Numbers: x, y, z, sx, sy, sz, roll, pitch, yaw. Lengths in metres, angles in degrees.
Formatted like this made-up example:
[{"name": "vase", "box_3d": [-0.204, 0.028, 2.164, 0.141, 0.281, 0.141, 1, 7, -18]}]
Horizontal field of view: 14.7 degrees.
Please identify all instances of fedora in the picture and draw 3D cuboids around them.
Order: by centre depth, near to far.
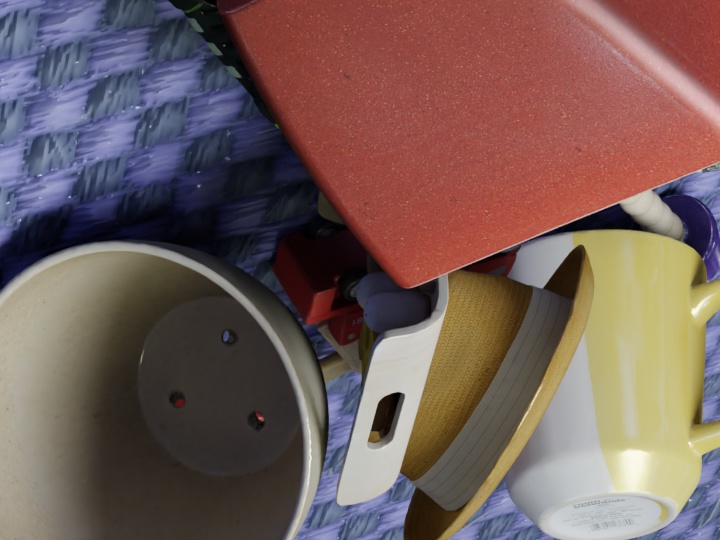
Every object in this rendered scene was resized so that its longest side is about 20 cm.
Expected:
[{"name": "fedora", "box_3d": [0.052, 0.057, 1.538, 0.081, 0.201, 0.201, 29, 124, -7]}]

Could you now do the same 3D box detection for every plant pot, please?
[{"name": "plant pot", "box_3d": [0.044, -0.144, 1.244, 0.199, 0.201, 0.176, -22, 139, 31]}]

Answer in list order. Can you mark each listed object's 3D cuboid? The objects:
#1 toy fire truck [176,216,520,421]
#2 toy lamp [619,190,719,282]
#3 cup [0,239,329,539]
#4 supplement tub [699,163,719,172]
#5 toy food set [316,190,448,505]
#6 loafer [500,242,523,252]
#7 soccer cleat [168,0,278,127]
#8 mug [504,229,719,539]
[{"name": "toy fire truck", "box_3d": [-0.006, 0.026, 1.607, 0.199, 0.049, 0.141, -17, 147, -26]}, {"name": "toy lamp", "box_3d": [0.168, -0.038, 1.667, 0.058, 0.058, 0.200, -38, 149, 11]}, {"name": "cup", "box_3d": [-0.097, 0.075, 1.483, 0.200, 0.200, 0.143, -44, 173, 19]}, {"name": "supplement tub", "box_3d": [0.171, -0.150, 1.445, 0.122, 0.123, 0.200, -29, 149, -6]}, {"name": "toy food set", "box_3d": [0.000, 0.000, 1.434, 0.060, 0.201, 0.144, 4, 141, -8]}, {"name": "loafer", "box_3d": [0.058, -0.094, 1.387, 0.070, 0.201, 0.068, 7, 140, 6]}, {"name": "soccer cleat", "box_3d": [-0.048, -0.123, 1.322, 0.067, 0.081, 0.200, -34, 149, 3]}, {"name": "mug", "box_3d": [0.149, 0.068, 1.648, 0.149, 0.154, 0.186, 11, 151, -29]}]
